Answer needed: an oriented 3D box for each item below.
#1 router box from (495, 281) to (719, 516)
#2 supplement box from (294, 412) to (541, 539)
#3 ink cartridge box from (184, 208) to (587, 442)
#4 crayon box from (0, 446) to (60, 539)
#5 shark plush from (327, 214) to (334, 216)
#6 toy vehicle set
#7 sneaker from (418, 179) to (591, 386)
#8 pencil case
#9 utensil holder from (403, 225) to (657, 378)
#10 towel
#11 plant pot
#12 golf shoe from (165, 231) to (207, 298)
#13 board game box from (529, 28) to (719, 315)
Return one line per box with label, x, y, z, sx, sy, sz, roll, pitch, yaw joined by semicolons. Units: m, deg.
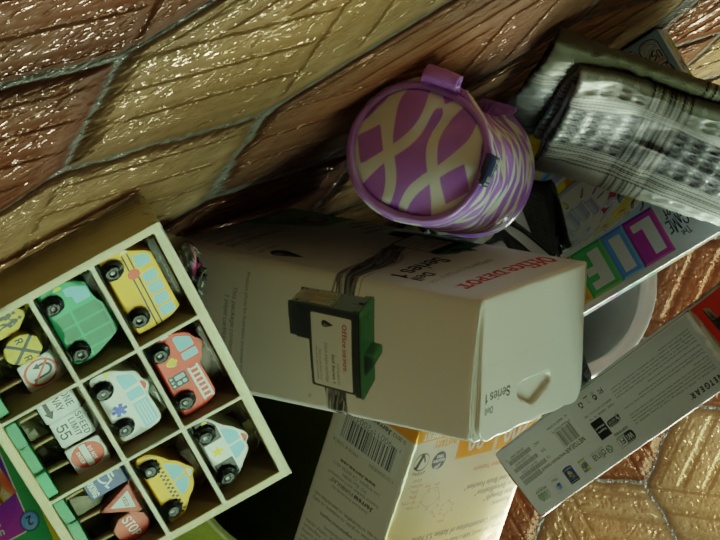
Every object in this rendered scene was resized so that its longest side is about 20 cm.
router box;0.198;0.049;1.583;0.179;0.049;0.200;-33;173;-42
supplement box;0.029;0.159;1.707;0.126;0.073;0.200;-10;125;-46
ink cartridge box;0.011;0.028;1.507;0.200;0.085;0.146;10;-167;26
crayon box;-0.247;0.159;1.419;0.200;0.173;0.058;-26;-167;-24
shark plush;0.000;0.000;1.693;0.091;0.083;0.200;-19;-170;3
toy vehicle set;-0.126;0.065;1.365;0.124;0.027;0.200;-30;133;-5
sneaker;0.102;-0.011;1.660;0.090;0.200;0.066;-42;-160;-24
pencil case;0.047;-0.063;1.474;0.084;0.086;0.200;12;180;10
utensil holder;0.093;0.024;1.914;0.170;0.170;0.200;-26;174;-29
towel;0.184;-0.074;1.594;0.193;0.200;0.035;119;-8;-77
plant pot;-0.118;0.123;1.805;0.200;0.187;0.187;-19;-177;45
golf shoe;-0.152;0.053;1.469;0.200;0.092;0.073;-62;173;32
board game box;0.147;-0.049;1.742;0.200;0.135;0.034;-32;173;17
